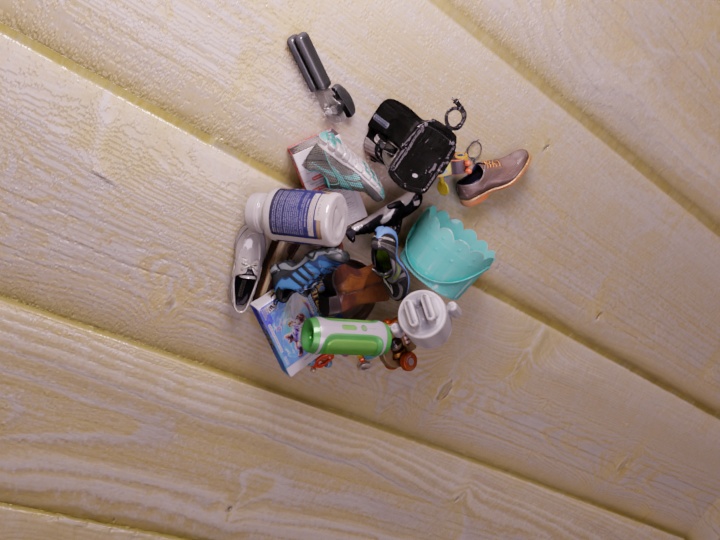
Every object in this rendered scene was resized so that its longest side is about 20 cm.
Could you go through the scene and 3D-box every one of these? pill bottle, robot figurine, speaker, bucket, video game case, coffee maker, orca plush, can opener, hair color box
[{"bbox_3d":[-0.134,-0.113,1.300,0.197,0.111,0.112,8,120,21],"label":"pill bottle"},{"bbox_3d":[0.152,0.115,1.448,0.167,0.114,0.200,-17,157,9],"label":"robot figurine"},{"bbox_3d":[-0.031,0.151,1.422,0.198,0.089,0.089,6,113,-28],"label":"speaker"},{"bbox_3d":[0.198,-0.039,1.461,0.206,0.208,0.135,25,110,-29],"label":"bucket"},{"bbox_3d":[-0.132,0.111,1.431,0.180,0.045,0.202,-36,124,-23],"label":"video game case"},{"bbox_3d":[0.112,-0.278,1.306,0.191,0.200,0.135,-36,124,2],"label":"coffee maker"},{"bbox_3d":[0.063,-0.108,1.409,0.199,0.105,0.072,-33,94,-19],"label":"orca plush"},{"bbox_3d":[-0.080,-0.389,1.275,0.067,0.052,0.201,-55,129,-30],"label":"can opener"},{"bbox_3d":[-0.070,-0.191,1.361,0.110,0.064,0.202,-25,122,-8],"label":"hair color box"}]

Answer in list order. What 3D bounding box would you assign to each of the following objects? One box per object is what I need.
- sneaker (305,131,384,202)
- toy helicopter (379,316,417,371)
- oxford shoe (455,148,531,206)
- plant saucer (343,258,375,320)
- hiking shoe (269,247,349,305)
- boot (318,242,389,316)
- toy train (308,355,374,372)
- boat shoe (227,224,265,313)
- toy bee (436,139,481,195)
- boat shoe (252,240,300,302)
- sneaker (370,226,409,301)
[{"bbox_3d":[-0.034,-0.198,1.304,0.091,0.078,0.199,-41,120,20],"label":"sneaker"},{"bbox_3d":[0.100,0.142,1.555,0.132,0.078,0.201,44,61,-28],"label":"toy helicopter"},{"bbox_3d":[0.313,-0.230,1.474,0.199,0.071,0.073,-36,133,-1],"label":"oxford shoe"},{"bbox_3d":[-0.054,0.057,1.507,0.197,0.032,0.203,-9,118,-17],"label":"plant saucer"},{"bbox_3d":[-0.101,0.012,1.313,0.198,0.088,0.074,-18,162,32],"label":"hiking shoe"},{"bbox_3d":[0.000,0.000,1.427,0.198,0.068,0.191,-14,109,-37],"label":"boot"},{"bbox_3d":[-0.036,0.199,1.569,0.198,0.056,0.150,10,137,-40],"label":"toy train"},{"bbox_3d":[-0.251,-0.002,1.383,0.071,0.066,0.202,12,110,-24],"label":"boat shoe"},{"bbox_3d":[0.198,-0.245,1.410,0.199,0.109,0.131,-36,120,0],"label":"toy bee"},{"bbox_3d":[-0.182,0.001,1.411,0.071,0.072,0.202,18,102,-25],"label":"boat shoe"},{"bbox_3d":[0.057,-0.005,1.401,0.083,0.070,0.201,-58,145,-36],"label":"sneaker"}]
